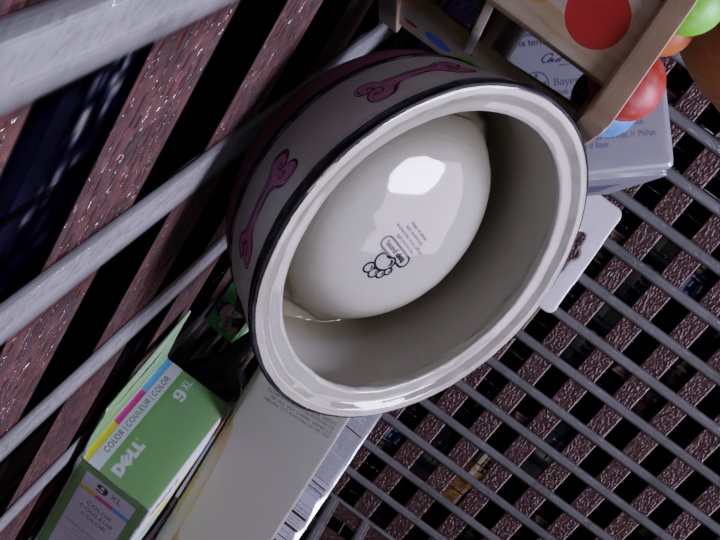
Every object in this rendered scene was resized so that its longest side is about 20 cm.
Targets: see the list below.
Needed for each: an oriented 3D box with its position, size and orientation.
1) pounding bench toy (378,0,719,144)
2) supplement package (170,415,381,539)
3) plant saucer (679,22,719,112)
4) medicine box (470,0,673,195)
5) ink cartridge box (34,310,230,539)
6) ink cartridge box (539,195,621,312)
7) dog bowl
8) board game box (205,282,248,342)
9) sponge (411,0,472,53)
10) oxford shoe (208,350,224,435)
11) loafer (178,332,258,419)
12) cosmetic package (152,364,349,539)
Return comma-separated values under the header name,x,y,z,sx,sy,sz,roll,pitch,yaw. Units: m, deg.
name,x,y,z,sx,sy,sz,roll,pitch,yaw
pounding bench toy,0.128,-0.183,0.608,0.201,0.155,0.124,-55,179,0
supplement package,-0.110,0.190,1.225,0.201,0.147,0.191,-54,-170,-19
plant saucer,0.204,-0.178,0.644,0.032,0.203,0.200,-12,180,1
medicine box,0.139,-0.156,0.798,0.182,0.102,0.202,19,66,-89
ink cartridge box,-0.147,0.129,0.755,0.200,0.059,0.104,-56,178,42
ink cartridge box,0.116,-0.064,1.006,0.117,0.199,0.067,-53,179,-1
dog bowl,0.018,-0.024,0.592,0.199,0.074,0.201,-21,136,-22
board game box,-0.061,-0.014,0.943,0.135,0.029,0.200,-54,179,4
sponge,0.050,-0.168,0.992,0.200,0.030,0.112,-53,178,-43
oxford shoe,-0.086,0.107,1.087,0.199,0.071,0.072,-14,117,-52
loafer,-0.084,0.085,0.941,0.062,0.073,0.200,-13,-175,22
cosmetic package,-0.075,0.139,0.806,0.201,0.071,0.105,-58,-178,11
